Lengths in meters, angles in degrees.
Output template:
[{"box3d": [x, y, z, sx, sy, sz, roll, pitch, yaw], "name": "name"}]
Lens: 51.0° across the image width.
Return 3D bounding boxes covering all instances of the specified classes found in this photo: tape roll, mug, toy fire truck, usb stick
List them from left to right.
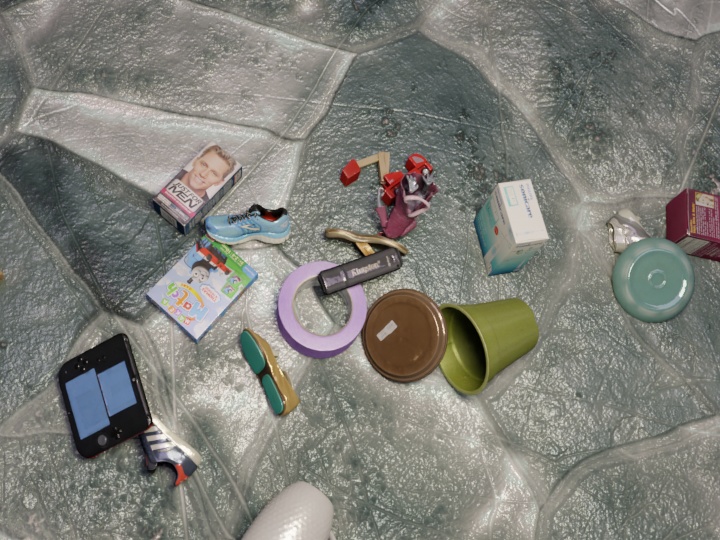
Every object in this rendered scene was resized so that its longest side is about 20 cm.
[{"box3d": [-0.120, 0.525, 1.460, 0.201, 0.146, 0.176, 51, 58, -22], "name": "mug"}, {"box3d": [-0.086, 0.086, 1.661, 0.195, 0.066, 0.205, 3, 69, -8], "name": "tape roll"}, {"box3d": [0.000, 0.000, 1.657, 0.196, 0.033, 0.056, -19, 75, -17], "name": "usb stick"}, {"box3d": [0.064, -0.236, 1.818, 0.199, 0.049, 0.142, -37, 80, -20], "name": "toy fire truck"}]

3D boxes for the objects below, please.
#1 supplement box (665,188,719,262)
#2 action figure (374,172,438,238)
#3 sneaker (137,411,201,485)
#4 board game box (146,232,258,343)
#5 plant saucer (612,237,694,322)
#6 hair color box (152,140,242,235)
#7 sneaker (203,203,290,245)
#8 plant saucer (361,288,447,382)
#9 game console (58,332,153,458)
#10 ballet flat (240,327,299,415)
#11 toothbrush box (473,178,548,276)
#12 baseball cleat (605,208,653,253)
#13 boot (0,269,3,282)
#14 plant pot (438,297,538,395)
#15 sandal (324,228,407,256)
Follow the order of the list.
[{"box3d": [0.879, -0.107, 1.888, 0.195, 0.103, 0.134, 13, 68, -6], "name": "supplement box"}, {"box3d": [0.103, -0.125, 1.714, 0.131, 0.201, 0.151, 18, 37, -22], "name": "action figure"}, {"box3d": [-0.413, 0.347, 1.497, 0.198, 0.075, 0.085, 37, 63, 5], "name": "sneaker"}, {"box3d": [-0.343, 0.034, 1.649, 0.150, 0.037, 0.201, 39, 68, 6], "name": "board game box"}, {"box3d": [0.705, 0.022, 1.802, 0.195, 0.036, 0.206, 0, 89, 4], "name": "plant saucer"}, {"box3d": [-0.368, -0.189, 1.716, 0.099, 0.061, 0.201, 37, 67, 5], "name": "hair color box"}, {"box3d": [-0.251, -0.116, 1.683, 0.195, 0.091, 0.079, -3, 46, -17], "name": "sneaker"}, {"box3d": [0.092, 0.141, 1.639, 0.195, 0.029, 0.206, -1, 86, 19], "name": "plant saucer"}, {"box3d": [-0.509, 0.250, 1.497, 0.174, 0.031, 0.204, -27, 74, 16], "name": "game console"}, {"box3d": [-0.192, 0.211, 1.606, 0.062, 0.068, 0.203, -15, 73, -44], "name": "ballet flat"}, {"box3d": [0.341, -0.095, 1.734, 0.083, 0.201, 0.150, -8, 71, -13], "name": "toothbrush box"}, {"box3d": [0.686, -0.054, 1.862, 0.105, 0.070, 0.201, -35, 72, -9], "name": "baseball cleat"}, {"box3d": [-0.852, 0.030, 1.555, 0.165, 0.073, 0.201, 33, 68, 16], "name": "boot"}, {"box3d": [0.284, 0.146, 1.657, 0.187, 0.200, 0.203, -16, 72, -29], "name": "plant pot"}, {"box3d": [0.010, -0.053, 1.729, 0.195, 0.080, 0.055, 12, 83, -4], "name": "sandal"}]
